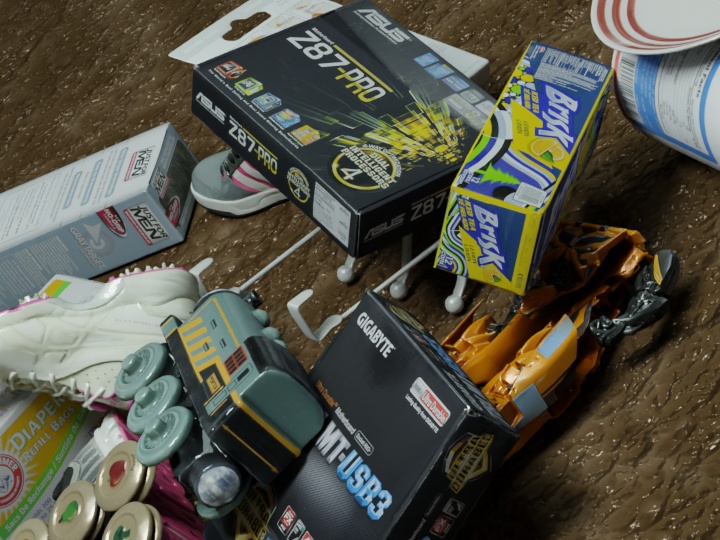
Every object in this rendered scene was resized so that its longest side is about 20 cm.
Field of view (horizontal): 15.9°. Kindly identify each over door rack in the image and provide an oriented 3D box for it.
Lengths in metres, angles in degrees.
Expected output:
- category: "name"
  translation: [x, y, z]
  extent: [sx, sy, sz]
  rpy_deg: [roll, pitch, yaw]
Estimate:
- category: "over door rack"
  translation: [0.000, 0.000, 1.829]
  extent: [0.200, 0.067, 0.148]
  rpy_deg: [-26, 22, -29]

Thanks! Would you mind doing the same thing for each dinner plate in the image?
- category: "dinner plate"
  translation: [0.244, -0.204, 1.707]
  extent: [0.200, 0.024, 0.200]
  rpy_deg: [-26, 30, 16]

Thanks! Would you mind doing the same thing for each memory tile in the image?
- category: "memory tile"
  translation: [-0.180, 0.220, 1.672]
  extent: [0.153, 0.017, 0.201]
  rpy_deg: [-39, 43, 28]

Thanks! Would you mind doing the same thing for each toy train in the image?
- category: "toy train"
  translation: [-0.091, 0.081, 1.678]
  extent: [0.114, 0.085, 0.200]
  rpy_deg: [-43, 25, 5]

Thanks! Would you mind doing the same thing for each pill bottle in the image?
- category: "pill bottle"
  translation: [0.260, -0.116, 1.702]
  extent: [0.112, 0.112, 0.200]
  rpy_deg: [-40, 30, -9]

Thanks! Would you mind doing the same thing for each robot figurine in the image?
- category: "robot figurine"
  translation: [0.117, 0.039, 1.672]
  extent: [0.200, 0.058, 0.145]
  rpy_deg: [-47, 27, -19]

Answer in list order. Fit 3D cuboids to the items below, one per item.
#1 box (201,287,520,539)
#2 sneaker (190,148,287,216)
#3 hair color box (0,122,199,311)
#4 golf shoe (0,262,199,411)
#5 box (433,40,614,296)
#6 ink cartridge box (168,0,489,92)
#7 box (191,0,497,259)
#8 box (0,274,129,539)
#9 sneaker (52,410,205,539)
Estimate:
- category: "box"
  translation: [-0.004, 0.135, 1.603]
  extent: [0.199, 0.050, 0.200]
  rpy_deg: [-57, 28, 9]
- category: "sneaker"
  translation: [-0.082, -0.109, 2.036]
  extent: [0.199, 0.121, 0.084]
  rpy_deg: [-7, 40, 41]
- category: "hair color box"
  translation: [-0.235, -0.042, 2.160]
  extent: [0.199, 0.061, 0.099]
  rpy_deg: [-21, 32, 25]
- category: "golf shoe"
  translation: [-0.200, 0.060, 1.782]
  extent: [0.199, 0.092, 0.075]
  rpy_deg: [-15, -14, -9]
- category: "box"
  translation: [0.110, -0.069, 1.698]
  extent: [0.064, 0.070, 0.200]
  rpy_deg: [18, 36, 10]
- category: "ink cartridge box"
  translation: [-0.024, -0.144, 1.966]
  extent: [0.199, 0.047, 0.160]
  rpy_deg: [21, 34, 22]
- category: "box"
  translation: [0.000, -0.104, 1.831]
  extent: [0.161, 0.049, 0.200]
  rpy_deg: [-23, 48, -30]
- category: "box"
  translation: [-0.230, 0.114, 1.873]
  extent: [0.200, 0.113, 0.101]
  rpy_deg: [-49, 32, -22]
- category: "sneaker"
  translation: [-0.160, 0.180, 1.748]
  extent: [0.087, 0.074, 0.200]
  rpy_deg: [-45, 35, 9]
